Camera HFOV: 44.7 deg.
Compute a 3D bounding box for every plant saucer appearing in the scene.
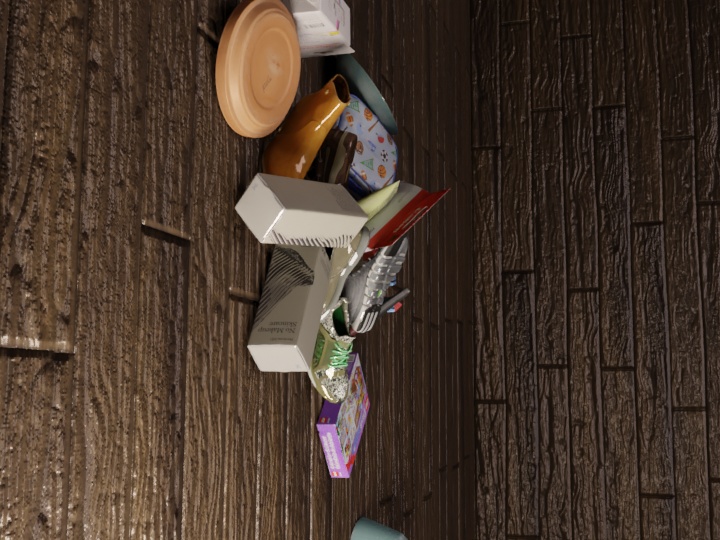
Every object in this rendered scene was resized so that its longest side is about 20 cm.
[{"bbox_3d":[0.001,-0.340,1.718,0.201,0.039,0.201,53,-4,5],"label":"plant saucer"},{"bbox_3d":[-0.139,-0.291,1.261,0.200,0.032,0.202,-41,138,-52],"label":"plant saucer"}]

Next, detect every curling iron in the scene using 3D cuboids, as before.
[{"bbox_3d":[0.012,0.096,1.606,0.026,0.199,0.050,58,-11,-14],"label":"curling iron"}]

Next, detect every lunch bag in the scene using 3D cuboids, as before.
[{"bbox_3d":[-0.012,-0.222,1.643,0.200,0.075,0.161,40,53,-41],"label":"lunch bag"}]

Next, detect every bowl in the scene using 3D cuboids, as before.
[{"bbox_3d":[0.047,0.613,1.792,0.201,0.104,0.202,-1,90,-74],"label":"bowl"}]

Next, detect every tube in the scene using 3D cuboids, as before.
[{"bbox_3d":[-0.016,-0.089,1.497,0.052,0.199,0.058,60,-7,-34],"label":"tube"}]

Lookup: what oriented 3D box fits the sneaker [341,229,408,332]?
[{"bbox_3d":[0.000,0.000,1.558,0.075,0.115,0.201,7,110,-58],"label":"sneaker"}]

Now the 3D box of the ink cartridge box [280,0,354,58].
[{"bbox_3d":[-0.086,-0.404,1.401,0.200,0.116,0.068,19,70,-74],"label":"ink cartridge box"}]

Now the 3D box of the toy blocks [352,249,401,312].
[{"bbox_3d":[0.006,0.004,1.647,0.100,0.136,0.202,-21,108,-73],"label":"toy blocks"}]

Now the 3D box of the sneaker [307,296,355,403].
[{"bbox_3d":[-0.044,0.132,1.512,0.077,0.088,0.201,-8,91,-34],"label":"sneaker"}]

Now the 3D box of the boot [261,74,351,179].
[{"bbox_3d":[-0.078,-0.214,1.348,0.071,0.144,0.202,34,38,-27],"label":"boot"}]

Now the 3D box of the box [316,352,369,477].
[{"bbox_3d":[-0.030,0.273,1.669,0.200,0.039,0.138,-70,153,-53],"label":"box"}]

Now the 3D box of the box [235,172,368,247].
[{"bbox_3d":[-0.083,-0.086,1.298,0.199,0.068,0.082,2,43,-52],"label":"box"}]

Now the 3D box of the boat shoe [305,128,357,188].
[{"bbox_3d":[-0.062,-0.160,1.545,0.075,0.074,0.203,-57,166,-60],"label":"boat shoe"}]

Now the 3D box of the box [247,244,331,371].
[{"bbox_3d":[-0.104,0.052,1.328,0.069,0.082,0.201,71,22,-48],"label":"box"}]

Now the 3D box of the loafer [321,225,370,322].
[{"bbox_3d":[-0.060,0.002,1.459,0.201,0.069,0.075,-61,-157,7],"label":"loafer"}]

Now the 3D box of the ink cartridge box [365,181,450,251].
[{"bbox_3d":[0.045,-0.097,1.527,0.163,0.200,0.057,-44,100,-23],"label":"ink cartridge box"}]
